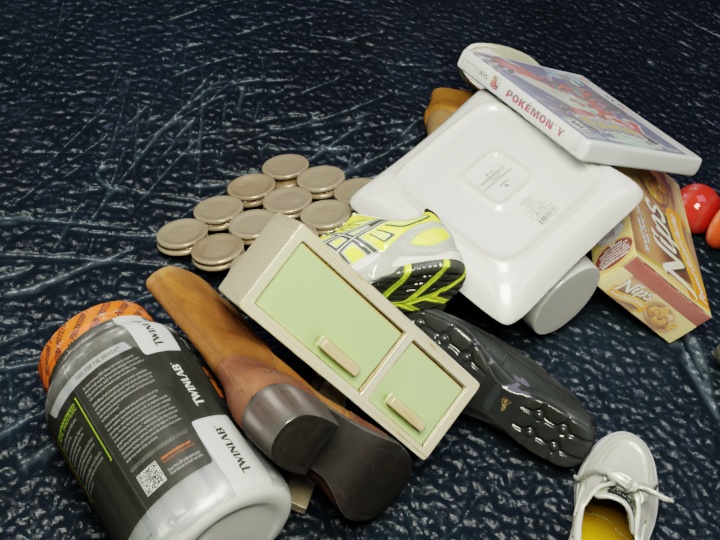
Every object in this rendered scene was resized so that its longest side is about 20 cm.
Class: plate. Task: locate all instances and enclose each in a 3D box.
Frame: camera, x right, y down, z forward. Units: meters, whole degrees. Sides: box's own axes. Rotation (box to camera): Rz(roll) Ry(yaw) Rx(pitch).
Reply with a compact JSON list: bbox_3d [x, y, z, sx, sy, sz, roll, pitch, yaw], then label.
[{"bbox_3d":[0.123,-0.073,0.938,0.199,0.033,0.199,-39,61,-23],"label":"plate"}]

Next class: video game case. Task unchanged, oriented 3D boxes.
[{"bbox_3d":[0.216,-0.155,1.023,0.198,0.023,0.182,0,35,-43],"label":"video game case"}]

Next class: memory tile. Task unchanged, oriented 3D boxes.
[{"bbox_3d":[-0.084,-0.051,0.993,0.152,0.017,0.199,20,42,33],"label":"memory tile"}]

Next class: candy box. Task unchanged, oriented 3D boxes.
[{"bbox_3d":[0.282,-0.040,1.053,0.115,0.055,0.202,34,38,-24],"label":"candy box"}]

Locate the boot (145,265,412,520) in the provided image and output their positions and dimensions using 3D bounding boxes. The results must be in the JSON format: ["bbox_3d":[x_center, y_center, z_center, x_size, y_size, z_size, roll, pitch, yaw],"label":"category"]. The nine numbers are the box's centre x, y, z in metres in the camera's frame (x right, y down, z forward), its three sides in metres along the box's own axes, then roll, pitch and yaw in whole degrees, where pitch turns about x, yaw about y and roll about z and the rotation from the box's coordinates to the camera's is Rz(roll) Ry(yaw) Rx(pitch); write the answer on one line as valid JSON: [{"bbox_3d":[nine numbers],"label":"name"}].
[{"bbox_3d":[-0.063,0.094,0.796,0.187,0.069,0.200,30,8,-47],"label":"boot"}]

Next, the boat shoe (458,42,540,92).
[{"bbox_3d":[0.192,-0.191,1.178,0.197,0.067,0.073,21,74,-17],"label":"boat shoe"}]

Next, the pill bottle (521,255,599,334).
[{"bbox_3d":[0.133,-0.037,1.000,0.111,0.113,0.200,-21,55,-32],"label":"pill bottle"}]

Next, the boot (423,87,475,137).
[{"bbox_3d":[0.162,-0.136,1.144,0.199,0.071,0.145,26,32,-4],"label":"boot"}]

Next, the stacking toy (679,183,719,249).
[{"bbox_3d":[0.417,-0.031,1.099,0.199,0.086,0.085,38,48,27],"label":"stacking toy"}]

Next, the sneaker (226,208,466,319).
[{"bbox_3d":[-0.014,-0.003,0.870,0.196,0.076,0.077,-5,52,-11],"label":"sneaker"}]

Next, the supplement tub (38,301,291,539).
[{"bbox_3d":[-0.148,0.124,0.753,0.121,0.124,0.200,-20,54,-32],"label":"supplement tub"}]

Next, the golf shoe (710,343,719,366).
[{"bbox_3d":[0.429,0.098,0.971,0.196,0.079,0.095,7,44,-7],"label":"golf shoe"}]

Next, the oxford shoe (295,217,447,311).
[{"bbox_3d":[0.000,0.000,0.972,0.198,0.058,0.075,25,48,32],"label":"oxford shoe"}]

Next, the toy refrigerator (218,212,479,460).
[{"bbox_3d":[-0.006,0.052,0.793,0.076,0.200,0.070,-50,24,-6],"label":"toy refrigerator"}]

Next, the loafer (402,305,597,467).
[{"bbox_3d":[0.112,0.094,0.894,0.199,0.069,0.070,34,15,8],"label":"loafer"}]

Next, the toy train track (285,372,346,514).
[{"bbox_3d":[-0.028,0.113,0.867,0.113,0.033,0.202,23,49,-2],"label":"toy train track"}]

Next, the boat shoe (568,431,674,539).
[{"bbox_3d":[0.196,0.187,0.810,0.074,0.087,0.202,26,45,12],"label":"boat shoe"}]
